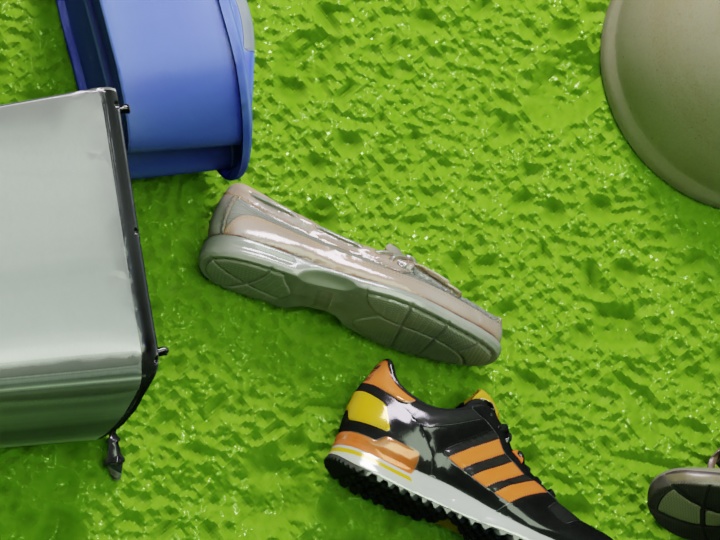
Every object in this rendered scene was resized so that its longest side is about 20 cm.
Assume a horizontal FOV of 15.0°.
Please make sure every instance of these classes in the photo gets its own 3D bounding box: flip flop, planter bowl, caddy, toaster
[{"bbox_3d":[0.270,0.126,1.754,0.199,0.081,0.058,-10,62,-21],"label":"flip flop"},{"bbox_3d":[0.275,-0.151,1.793,0.199,0.135,0.201,5,75,-17],"label":"planter bowl"},{"bbox_3d":[-0.117,-0.148,1.663,0.105,0.141,0.201,-13,81,-15],"label":"caddy"},{"bbox_3d":[-0.190,0.013,1.577,0.118,0.181,0.201,-6,77,-17],"label":"toaster"}]

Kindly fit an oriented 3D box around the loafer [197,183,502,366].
[{"bbox_3d":[0.000,0.000,1.702,0.199,0.072,0.063,19,64,-9],"label":"loafer"}]

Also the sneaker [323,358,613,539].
[{"bbox_3d":[0.081,0.123,1.692,0.199,0.070,0.090,24,73,-9],"label":"sneaker"}]
